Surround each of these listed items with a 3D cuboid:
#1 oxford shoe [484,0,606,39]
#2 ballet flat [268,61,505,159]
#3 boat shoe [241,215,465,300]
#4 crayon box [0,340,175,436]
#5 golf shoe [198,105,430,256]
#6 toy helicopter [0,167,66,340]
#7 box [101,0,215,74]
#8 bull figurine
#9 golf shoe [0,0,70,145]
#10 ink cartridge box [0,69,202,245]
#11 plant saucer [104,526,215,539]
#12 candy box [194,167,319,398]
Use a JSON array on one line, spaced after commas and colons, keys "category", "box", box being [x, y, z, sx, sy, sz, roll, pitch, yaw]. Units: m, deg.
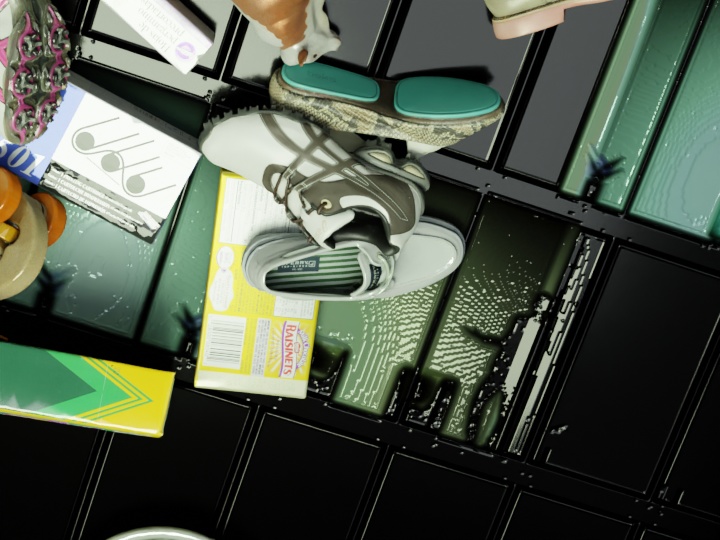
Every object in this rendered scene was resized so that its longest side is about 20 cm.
[{"category": "oxford shoe", "box": [0.192, -0.258, 1.574, 0.199, 0.071, 0.074, -23, 106, 6]}, {"category": "ballet flat", "box": [0.021, -0.131, 1.622, 0.199, 0.068, 0.076, 7, 130, 1]}, {"category": "boat shoe", "box": [0.000, 0.000, 1.639, 0.199, 0.067, 0.074, -9, 113, -13]}, {"category": "crayon box", "box": [-0.246, 0.099, 1.612, 0.171, 0.200, 0.059, 10, 84, -6]}, {"category": "golf shoe", "box": [-0.043, -0.072, 1.592, 0.199, 0.095, 0.078, 14, 145, -2]}, {"category": "toy helicopter", "box": [-0.346, -0.007, 1.611, 0.199, 0.079, 0.133, -4, 70, 29]}, {"category": "box", "box": [-0.205, -0.244, 1.580, 0.200, 0.041, 0.039, 42, 104, -15]}, {"category": "bull figurine", "box": [-0.080, -0.259, 1.567, 0.200, 0.065, 0.122, 36, 101, -14]}, {"category": "golf shoe", "box": [-0.287, -0.203, 1.548, 0.092, 0.072, 0.201, 11, 109, 31]}, {"category": "ink cartridge box", "box": [-0.241, -0.111, 1.622, 0.199, 0.044, 0.094, 28, 104, -11]}, {"category": "plant saucer", "box": [-0.182, 0.319, 1.769, 0.199, 0.050, 0.201, 0, 109, -1]}, {"category": "candy box", "box": [-0.085, 0.012, 1.679, 0.102, 0.026, 0.201, 6, 109, -10]}]
